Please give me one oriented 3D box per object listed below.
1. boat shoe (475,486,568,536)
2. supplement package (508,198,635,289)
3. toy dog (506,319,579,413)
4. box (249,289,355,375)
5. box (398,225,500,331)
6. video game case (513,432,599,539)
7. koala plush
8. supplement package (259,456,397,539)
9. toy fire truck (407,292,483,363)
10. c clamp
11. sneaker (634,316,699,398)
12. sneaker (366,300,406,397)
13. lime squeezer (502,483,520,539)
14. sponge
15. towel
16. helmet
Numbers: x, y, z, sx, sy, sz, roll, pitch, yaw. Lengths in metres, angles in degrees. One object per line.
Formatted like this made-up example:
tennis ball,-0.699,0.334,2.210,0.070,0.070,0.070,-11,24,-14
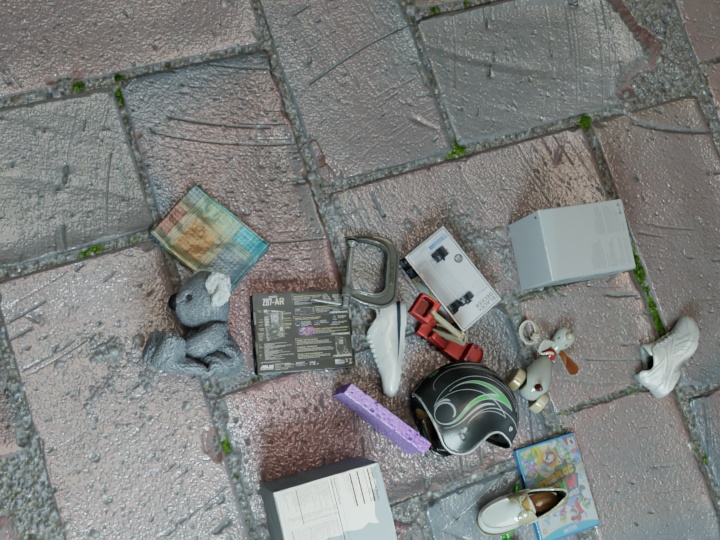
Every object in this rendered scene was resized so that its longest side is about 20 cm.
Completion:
boat shoe,0.326,0.475,1.719,0.200,0.068,0.075,-15,65,-20
supplement package,0.450,-0.053,1.828,0.199,0.151,0.152,-8,83,-16
toy dog,0.392,0.200,1.797,0.132,0.096,0.200,20,76,-10
box,-0.116,0.123,1.707,0.199,0.044,0.161,-4,81,-15
box,0.187,0.021,1.795,0.117,0.060,0.200,-37,91,-17
video game case,0.414,0.458,1.798,0.143,0.018,0.201,-13,84,-17
koala plush,-0.297,0.093,1.601,0.183,0.177,0.201,11,84,-22
supplement package,-0.065,0.447,1.586,0.199,0.191,0.147,-12,84,-16
toy fire truck,0.175,0.128,1.730,0.200,0.141,0.049,36,74,-6
c clamp,0.000,0.000,1.740,0.170,0.027,0.200,17,55,-7
sneaker,0.674,0.176,1.887,0.099,0.078,0.200,33,73,-3
sneaker,0.050,0.158,1.738,0.080,0.076,0.201,3,75,-2
lime squeezer,0.321,0.548,1.756,0.071,0.038,0.201,-6,79,-47
sponge,0.041,0.294,1.683,0.200,0.112,0.030,39,72,-5
towel,-0.300,-0.059,1.705,0.200,0.022,0.147,40,73,-5
helmet,0.214,0.277,1.693,0.190,0.200,0.200,-23,86,-13
